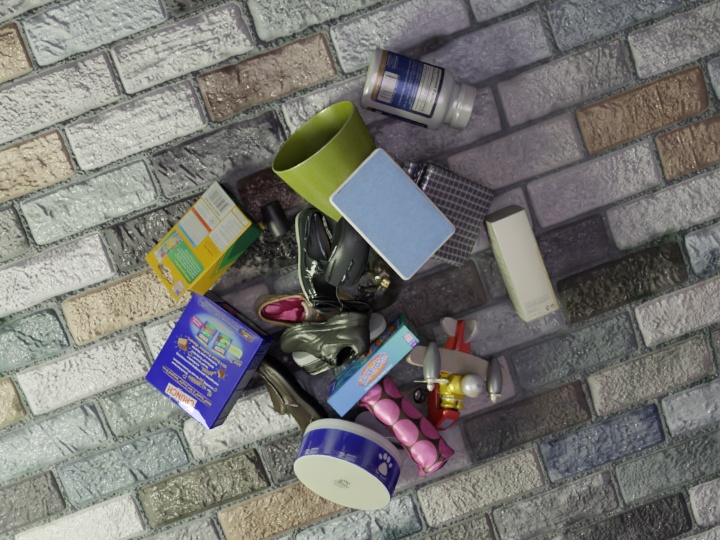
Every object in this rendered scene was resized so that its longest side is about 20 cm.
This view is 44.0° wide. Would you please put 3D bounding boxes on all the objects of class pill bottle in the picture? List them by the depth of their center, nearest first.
[{"bbox_3d":[0.105,-0.323,1.621,0.197,0.111,0.113,16,98,-5],"label":"pill bottle"}]

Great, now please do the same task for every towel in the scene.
[{"bbox_3d":[0.145,-0.102,1.631,0.198,0.085,0.168,14,102,-42],"label":"towel"}]

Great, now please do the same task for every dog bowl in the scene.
[{"bbox_3d":[-0.023,0.369,1.684,0.198,0.200,0.079,27,54,-6],"label":"dog bowl"}]

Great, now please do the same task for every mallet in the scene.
[{"bbox_3d":[-0.233,-0.074,1.685,0.197,0.041,0.067,-17,101,4],"label":"mallet"}]

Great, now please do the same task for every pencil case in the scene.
[{"bbox_3d":[0.084,0.294,1.674,0.090,0.094,0.200,-32,74,-35],"label":"pencil case"}]

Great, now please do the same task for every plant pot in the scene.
[{"bbox_3d":[-0.028,-0.170,1.621,0.186,0.187,0.200,-39,116,4],"label":"plant pot"}]

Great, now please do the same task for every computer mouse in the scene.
[{"bbox_3d":[0.000,0.000,1.608,0.139,0.046,0.202,14,110,-22],"label":"computer mouse"}]

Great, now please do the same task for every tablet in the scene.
[{"bbox_3d":[0.056,-0.097,1.541,0.130,0.014,0.200,-44,98,-1],"label":"tablet"}]

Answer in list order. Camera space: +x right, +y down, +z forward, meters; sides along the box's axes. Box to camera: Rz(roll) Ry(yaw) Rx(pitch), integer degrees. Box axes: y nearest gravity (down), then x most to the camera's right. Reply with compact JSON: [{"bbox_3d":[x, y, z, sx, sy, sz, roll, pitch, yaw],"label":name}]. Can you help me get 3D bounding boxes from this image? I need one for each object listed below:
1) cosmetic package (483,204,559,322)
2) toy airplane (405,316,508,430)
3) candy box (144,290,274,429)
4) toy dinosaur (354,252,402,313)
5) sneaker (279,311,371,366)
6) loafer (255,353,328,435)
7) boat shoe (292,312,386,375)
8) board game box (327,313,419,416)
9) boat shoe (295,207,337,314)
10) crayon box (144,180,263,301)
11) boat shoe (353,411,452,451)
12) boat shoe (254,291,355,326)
[{"bbox_3d":[0.301,-0.015,1.685,0.072,0.104,0.203,-20,101,0],"label":"cosmetic package"},{"bbox_3d":[0.191,0.188,1.691,0.199,0.141,0.201,-31,118,-20],"label":"toy airplane"},{"bbox_3d":[-0.284,0.166,1.674,0.168,0.077,0.201,34,95,15],"label":"candy box"},{"bbox_3d":[0.042,0.021,1.689,0.101,0.077,0.203,-2,102,-9],"label":"toy dinosaur"},{"bbox_3d":[-0.067,0.134,1.635,0.198,0.076,0.092,-16,75,33],"label":"sneaker"},{"bbox_3d":[-0.146,0.245,1.720,0.071,0.073,0.200,-41,98,5],"label":"loafer"},{"bbox_3d":[-0.032,0.143,1.705,0.198,0.071,0.064,-23,122,19],"label":"boat shoe"},{"bbox_3d":[0.024,0.174,1.677,0.200,0.152,0.045,-44,93,4],"label":"board game box"},{"bbox_3d":[-0.072,-0.022,1.657,0.074,0.066,0.203,-2,80,-29],"label":"boat shoe"},{"bbox_3d":[-0.290,-0.049,1.646,0.200,0.052,0.126,-45,62,5],"label":"crayon box"},{"bbox_3d":[0.080,0.322,1.749,0.197,0.068,0.073,6,62,-7],"label":"boat shoe"},{"bbox_3d":[-0.103,0.078,1.696,0.197,0.069,0.075,-4,98,-4],"label":"boat shoe"}]
